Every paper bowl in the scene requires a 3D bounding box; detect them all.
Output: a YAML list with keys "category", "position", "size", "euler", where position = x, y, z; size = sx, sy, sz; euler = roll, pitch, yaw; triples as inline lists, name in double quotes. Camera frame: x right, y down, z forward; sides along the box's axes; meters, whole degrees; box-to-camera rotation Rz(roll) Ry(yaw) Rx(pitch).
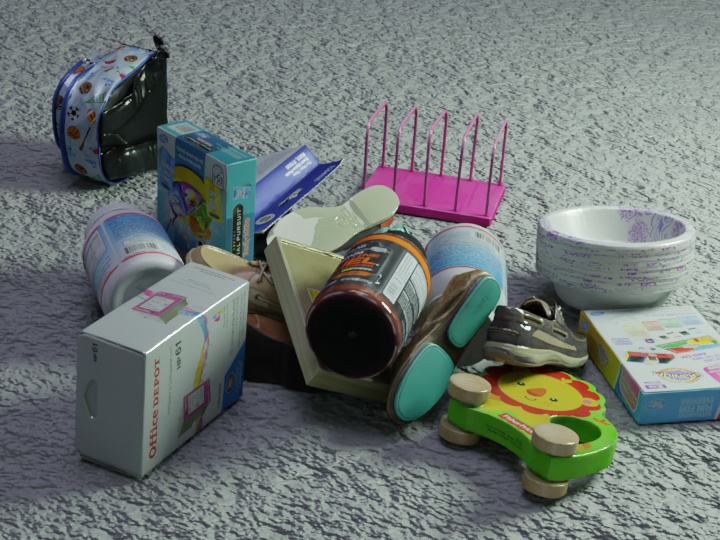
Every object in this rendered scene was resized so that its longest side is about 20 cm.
- category: "paper bowl"
  position: [0.319, -0.010, 1.823]
  size: [0.198, 0.106, 0.201]
  euler: [2, 16, -1]

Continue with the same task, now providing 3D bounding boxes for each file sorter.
- category: "file sorter"
  position: [0.109, -0.162, 2.105]
  size: [0.197, 0.127, 0.139]
  euler: [9, 25, 11]

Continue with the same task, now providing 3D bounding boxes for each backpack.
- category: "backpack"
  position: [-0.364, -0.224, 2.108]
  size: [0.152, 0.202, 0.191]
  euler: [7, 31, 17]

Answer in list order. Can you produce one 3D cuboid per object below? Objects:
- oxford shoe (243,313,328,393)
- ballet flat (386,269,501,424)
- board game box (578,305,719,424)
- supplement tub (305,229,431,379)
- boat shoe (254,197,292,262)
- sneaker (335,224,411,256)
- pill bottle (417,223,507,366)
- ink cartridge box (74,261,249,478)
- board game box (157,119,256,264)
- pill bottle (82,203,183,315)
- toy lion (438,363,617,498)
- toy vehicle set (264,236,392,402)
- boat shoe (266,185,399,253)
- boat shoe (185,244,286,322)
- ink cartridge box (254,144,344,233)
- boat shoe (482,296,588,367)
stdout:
- category: "oxford shoe"
  position: [-0.112, 0.082, 1.636]
  size: [0.198, 0.072, 0.071]
  euler: [20, 24, 7]
- category: "ballet flat"
  position: [0.077, 0.079, 1.575]
  size: [0.072, 0.068, 0.201]
  euler: [11, 62, 51]
- category: "board game box"
  position: [0.356, 0.106, 1.681]
  size: [0.151, 0.041, 0.200]
  euler: [-2, 26, -12]
- category: "supplement tub"
  position: [0.016, 0.027, 1.568]
  size: [0.106, 0.108, 0.200]
  euler: [10, 27, 12]
- category: "boat shoe"
  position: [-0.120, -0.054, 1.921]
  size: [0.073, 0.061, 0.201]
  euler: [4, 25, 2]
- category: "sneaker"
  position: [0.000, 0.000, 1.817]
  size: [0.139, 0.079, 0.200]
  euler: [-25, -12, 13]
- category: "pill bottle"
  position: [0.121, 0.030, 1.725]
  size: [0.107, 0.110, 0.200]
  euler: [5, 25, 3]
- category: "ink cartridge box"
  position: [-0.201, 0.099, 1.489]
  size: [0.084, 0.146, 0.200]
  euler: [17, 28, 23]
- category: "board game box"
  position: [-0.190, -0.062, 1.764]
  size: [0.047, 0.202, 0.150]
  euler: [-16, 31, -37]
- category: "pill bottle"
  position: [-0.270, -0.004, 1.721]
  size: [0.107, 0.110, 0.200]
  euler: [-5, 27, -19]
- category: "toy lion"
  position: [0.194, 0.155, 1.540]
  size: [0.190, 0.070, 0.199]
  euler: [-8, 26, -41]
- category: "toy vehicle set"
  position: [-0.029, 0.054, 1.614]
  size: [0.123, 0.027, 0.201]
  euler: [17, 37, -36]
- category: "boat shoe"
  position: [-0.038, -0.049, 1.846]
  size: [0.199, 0.063, 0.072]
  euler: [-25, 71, -31]
- category: "boat shoe"
  position: [-0.107, 0.016, 1.666]
  size: [0.199, 0.065, 0.072]
  euler: [27, 35, -24]
- category: "ink cartridge box"
  position: [-0.149, -0.100, 1.902]
  size: [0.198, 0.041, 0.200]
  euler: [-9, 25, 41]
- category: "boat shoe"
  position: [0.208, 0.069, 1.641]
  size: [0.074, 0.074, 0.199]
  euler: [9, 3, 31]
